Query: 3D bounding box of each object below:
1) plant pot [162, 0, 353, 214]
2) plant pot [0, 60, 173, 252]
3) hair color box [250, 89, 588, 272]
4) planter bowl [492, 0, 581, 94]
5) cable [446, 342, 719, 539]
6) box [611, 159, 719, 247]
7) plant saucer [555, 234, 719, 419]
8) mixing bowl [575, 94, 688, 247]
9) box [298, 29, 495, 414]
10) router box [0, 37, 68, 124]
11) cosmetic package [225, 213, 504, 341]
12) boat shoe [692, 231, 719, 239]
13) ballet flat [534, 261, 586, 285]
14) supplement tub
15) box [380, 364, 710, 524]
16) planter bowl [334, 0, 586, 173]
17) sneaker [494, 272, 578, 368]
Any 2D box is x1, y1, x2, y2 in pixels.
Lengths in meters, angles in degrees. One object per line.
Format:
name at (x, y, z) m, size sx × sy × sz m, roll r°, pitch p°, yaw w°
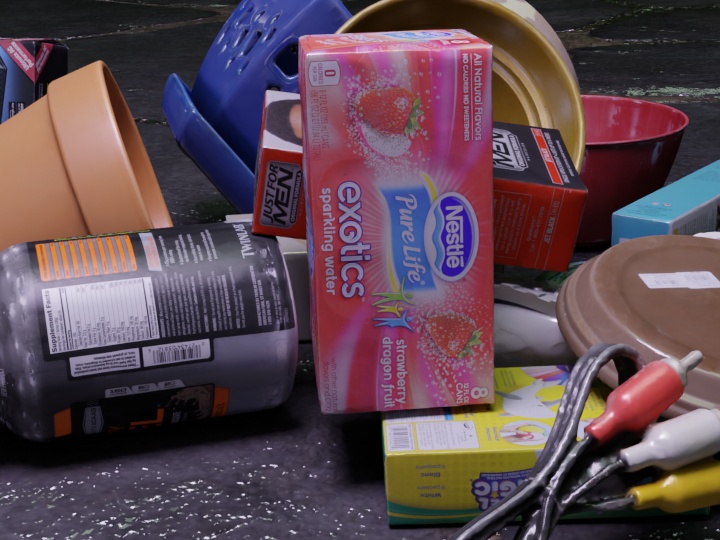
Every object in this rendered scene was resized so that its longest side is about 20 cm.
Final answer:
plant pot at (-0.058, -0.133, 1.139) m, size 0.180 × 0.200 × 0.200 m, roll -40°, pitch 24°, yaw 1°
plant pot at (-0.214, -0.032, 0.927) m, size 0.140 × 0.200 × 0.200 m, roll -21°, pitch 21°, yaw -3°
hair color box at (0.033, -0.058, 0.819) m, size 0.200 × 0.061 × 0.102 m, roll 6°, pitch 28°, yaw -7°
planter bowl at (0.107, -0.169, 1.303) m, size 0.135 × 0.200 × 0.200 m, roll -32°, pitch 31°, yaw -23°
cable at (0.104, 0.097, 0.610) m, size 0.200 × 0.097 × 0.050 m, roll -24°, pitch -3°, yaw -33°
box at (0.265, -0.028, 1.017) m, size 0.049 × 0.082 × 0.200 m, roll 12°, pitch 23°, yaw 36°
plant saucer at (0.215, 0.031, 0.751) m, size 0.200 × 0.030 × 0.200 m, roll 6°, pitch 30°, yaw -4°
mixing bowl at (0.189, -0.086, 1.151) m, size 0.200 × 0.109 × 0.200 m, roll -2°, pitch 18°, yaw 1°
box at (0.020, -0.030, 0.720) m, size 0.102 × 0.200 × 0.095 m, roll -3°, pitch 16°, yaw -5°
router box at (-0.318, -0.089, 1.040) m, size 0.150 × 0.200 × 0.062 m, roll 3°, pitch 6°, yaw 13°
cosmetic package at (0.000, 0.000, 0.968) m, size 0.200 × 0.073 × 0.104 m, roll -3°, pitch 20°, yaw -8°
boat shoe at (0.291, 0.013, 0.933) m, size 0.200 × 0.072 × 0.068 m, roll -3°, pitch 16°, yaw -34°
ballet flat at (0.187, 0.030, 0.857) m, size 0.200 × 0.074 × 0.074 m, roll 10°, pitch 22°, yaw 34°
supplement tub at (-0.147, 0.037, 0.790) m, size 0.200 × 0.123 × 0.123 m, roll -7°, pitch 20°, yaw -16°
box at (0.112, 0.094, 0.727) m, size 0.200 × 0.048 × 0.117 m, roll -3°, pitch 19°, yaw 1°
planter bowl at (0.055, -0.094, 0.932) m, size 0.200 × 0.201 × 0.083 m, roll -4°, pitch -15°, yaw -9°
sneaker at (0.096, 0.045, 0.826) m, size 0.200 × 0.081 × 0.076 m, roll 9°, pitch 5°, yaw 21°
